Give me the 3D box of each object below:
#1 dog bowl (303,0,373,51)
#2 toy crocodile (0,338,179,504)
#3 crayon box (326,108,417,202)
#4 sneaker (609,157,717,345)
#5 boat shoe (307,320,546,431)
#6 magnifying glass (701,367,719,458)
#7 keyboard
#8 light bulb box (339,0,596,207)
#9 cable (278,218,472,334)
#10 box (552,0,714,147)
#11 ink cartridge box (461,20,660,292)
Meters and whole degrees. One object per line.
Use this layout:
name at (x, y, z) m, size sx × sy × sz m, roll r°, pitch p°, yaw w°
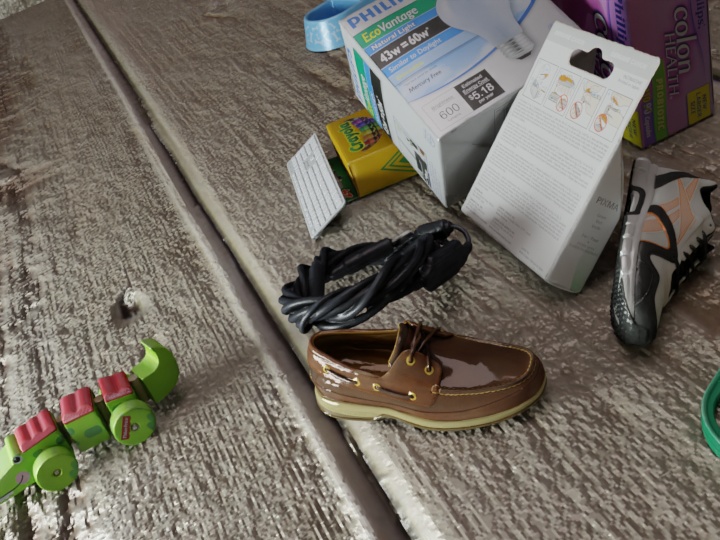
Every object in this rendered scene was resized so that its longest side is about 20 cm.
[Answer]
dog bowl at (-0.017, -0.446, 1.453) m, size 0.200 × 0.050 × 0.111 m, roll -41°, pitch 38°, yaw -26°
toy crocodile at (-0.250, 0.135, 0.750) m, size 0.198 × 0.062 × 0.067 m, roll -31°, pitch 35°, yaw -14°
crayon box at (0.039, -0.158, 1.017) m, size 0.197 × 0.051 × 0.127 m, roll -23°, pitch 34°, yaw -3°
sneaker at (0.251, -0.020, 0.692) m, size 0.079 × 0.074 × 0.201 m, roll 12°, pitch 50°, yaw 16°
boat shoe at (0.045, 0.078, 0.666) m, size 0.197 × 0.068 × 0.072 m, roll -3°, pitch 37°, yaw 25°
magnifying glass at (0.285, 0.061, 0.603) m, size 0.078 × 0.023 × 0.201 m, roll -4°, pitch 36°, yaw 24°
keyboard at (-0.055, -0.106, 1.007) m, size 0.056 × 0.011 × 0.201 m, roll -51°, pitch 29°, yaw 18°
light bulb box at (0.112, -0.215, 0.907) m, size 0.197 × 0.125 × 0.201 m, roll -32°, pitch 61°, yaw -8°
cable at (0.000, 0.000, 0.772) m, size 0.161 × 0.052 × 0.199 m, roll 1°, pitch 23°, yaw 40°
box at (0.277, -0.260, 0.919) m, size 0.096 × 0.178 × 0.200 m, roll -25°, pitch 34°, yaw -9°
ink cartridge box at (0.184, -0.106, 0.759) m, size 0.202 × 0.050 × 0.161 m, roll -63°, pitch 31°, yaw 15°
